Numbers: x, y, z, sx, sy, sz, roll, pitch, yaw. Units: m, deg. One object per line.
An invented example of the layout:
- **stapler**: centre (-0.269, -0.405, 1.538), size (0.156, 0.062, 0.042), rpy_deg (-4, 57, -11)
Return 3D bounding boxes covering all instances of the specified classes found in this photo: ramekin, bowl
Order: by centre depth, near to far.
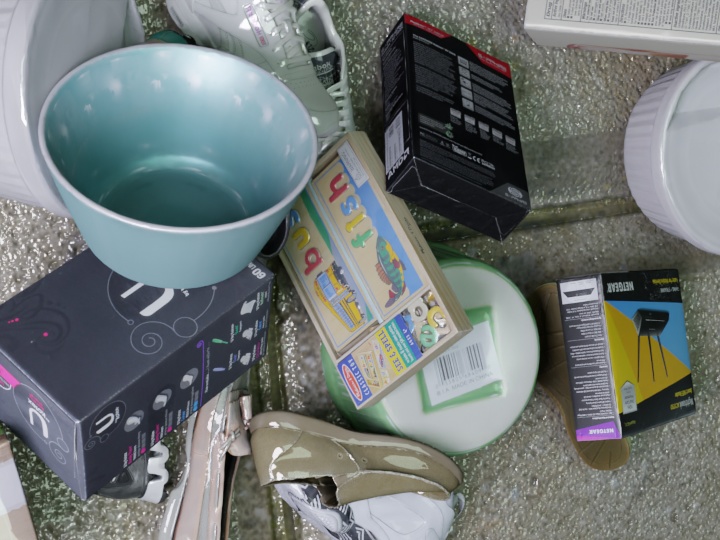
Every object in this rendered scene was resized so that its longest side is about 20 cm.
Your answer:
- **bowl**: centre (-0.135, -0.064, 0.940), size (0.198, 0.202, 0.106), rpy_deg (-11, 140, -21)
- **ramekin**: centre (-0.248, -0.143, 0.988), size (0.093, 0.202, 0.206), rpy_deg (5, 94, 17)
- **ramekin**: centre (0.071, 0.076, 1.184), size (0.197, 0.097, 0.203), rpy_deg (-2, 95, -22)
- **ramekin**: centre (0.357, -0.121, 1.281), size (0.200, 0.094, 0.206), rpy_deg (-2, 96, -22)

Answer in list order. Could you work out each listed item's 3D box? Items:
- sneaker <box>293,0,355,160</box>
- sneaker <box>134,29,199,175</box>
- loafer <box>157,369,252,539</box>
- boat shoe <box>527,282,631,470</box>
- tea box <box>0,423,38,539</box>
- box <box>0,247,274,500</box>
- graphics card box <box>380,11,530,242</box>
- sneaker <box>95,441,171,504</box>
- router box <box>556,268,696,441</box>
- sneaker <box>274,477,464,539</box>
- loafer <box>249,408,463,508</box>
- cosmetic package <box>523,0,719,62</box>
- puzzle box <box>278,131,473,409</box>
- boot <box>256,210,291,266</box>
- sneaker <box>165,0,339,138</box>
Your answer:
- **sneaker**: centre (-0.038, -0.145, 1.130), size (0.076, 0.080, 0.203), rpy_deg (-20, 103, -21)
- **sneaker**: centre (-0.147, -0.100, 1.063), size (0.070, 0.080, 0.203), rpy_deg (6, 115, 19)
- **loafer**: centre (-0.121, 0.168, 1.119), size (0.062, 0.072, 0.203), rpy_deg (16, 91, 19)
- **boat shoe**: centre (0.222, 0.100, 1.274), size (0.202, 0.073, 0.063), rpy_deg (63, 28, -11)
- **tea box**: centre (-0.354, 0.202, 0.965), size (0.198, 0.196, 0.135), rpy_deg (-18, 101, -21)
- **box**: centre (-0.176, 0.053, 0.973), size (0.122, 0.107, 0.200), rpy_deg (36, 53, 21)
- **graphics card box**: centre (0.082, -0.130, 1.134), size (0.124, 0.051, 0.202), rpy_deg (22, 42, -24)
- **sneaker**: centre (-0.207, 0.104, 1.087), size (0.089, 0.066, 0.203), rpy_deg (0, 97, -27)
- **router box**: centre (0.260, 0.076, 1.225), size (0.199, 0.051, 0.151), rpy_deg (-3, 86, -56)
- **sneaker**: centre (0.010, 0.205, 1.187), size (0.200, 0.075, 0.115), rpy_deg (43, 72, -17)
- **loafer**: centre (-0.006, 0.176, 1.109), size (0.197, 0.076, 0.068), rpy_deg (15, 71, -11)
- **cosmetic package**: centre (0.261, -0.257, 1.183), size (0.197, 0.087, 0.105), rpy_deg (10, 91, 17)
- **puzzle box**: centre (0.000, 0.000, 1.092), size (0.025, 0.133, 0.202), rpy_deg (-7, 63, -51)
- **boot**: centre (-0.099, -0.023, 1.082), size (0.069, 0.131, 0.203), rpy_deg (-7, 103, -22)
- **sneaker**: centre (-0.083, -0.196, 1.056), size (0.200, 0.100, 0.075), rpy_deg (48, 36, 12)
